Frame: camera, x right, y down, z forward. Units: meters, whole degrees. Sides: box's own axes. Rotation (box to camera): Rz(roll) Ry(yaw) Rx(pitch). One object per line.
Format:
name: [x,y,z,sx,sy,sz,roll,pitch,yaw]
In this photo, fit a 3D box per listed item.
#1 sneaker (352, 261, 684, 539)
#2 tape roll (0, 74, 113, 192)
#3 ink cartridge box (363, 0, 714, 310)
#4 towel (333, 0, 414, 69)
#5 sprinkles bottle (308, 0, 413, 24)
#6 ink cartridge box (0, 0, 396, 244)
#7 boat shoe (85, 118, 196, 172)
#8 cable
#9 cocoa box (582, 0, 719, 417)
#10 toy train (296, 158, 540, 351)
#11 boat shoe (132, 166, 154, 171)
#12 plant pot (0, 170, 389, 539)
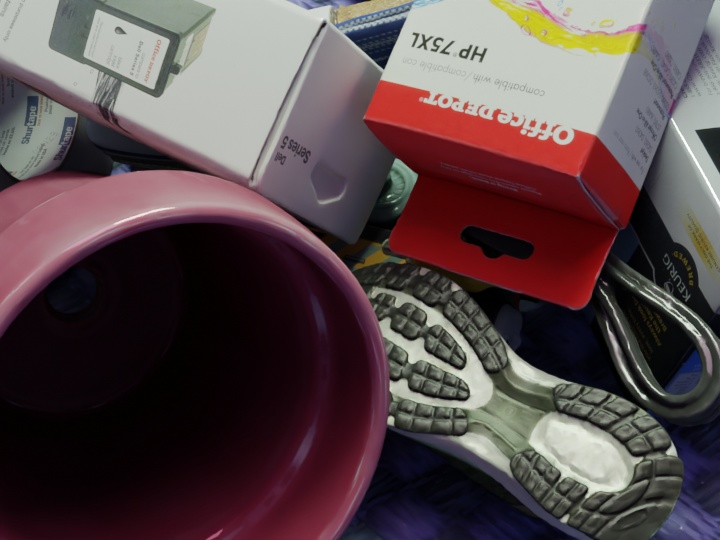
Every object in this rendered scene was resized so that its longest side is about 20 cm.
sneaker: [0.060,0.073,0.752,0.199,0.089,0.077,35,75,24]
tape roll: [-0.205,-0.099,0.862,0.066,0.202,0.201,1,37,20]
ink cartridge box: [0.082,-0.096,0.730,0.115,0.067,0.202,17,79,32]
towel: [0.085,-0.128,0.912,0.144,0.199,0.024,-12,75,30]
sprinkles bottle: [0.058,-0.147,0.999,0.198,0.069,0.069,-11,38,9]
ink cartridge box: [-0.088,-0.099,0.779,0.199,0.085,0.145,26,0,21]
boat shoe: [-0.059,-0.070,0.922,0.198,0.063,0.072,0,29,-14]
cable: [0.104,-0.005,0.756,0.199,0.050,0.097,34,85,29]
cocoa box: [0.176,-0.047,0.808,0.132,0.132,0.201,-7,57,-24]
toy train: [0.000,0.000,0.848,0.198,0.086,0.115,15,54,13]
boat shoe: [-0.117,-0.139,1.026,0.072,0.063,0.201,-4,39,-4]
plant pot: [-0.110,0.041,0.720,0.198,0.202,0.179,-17,25,-20]
